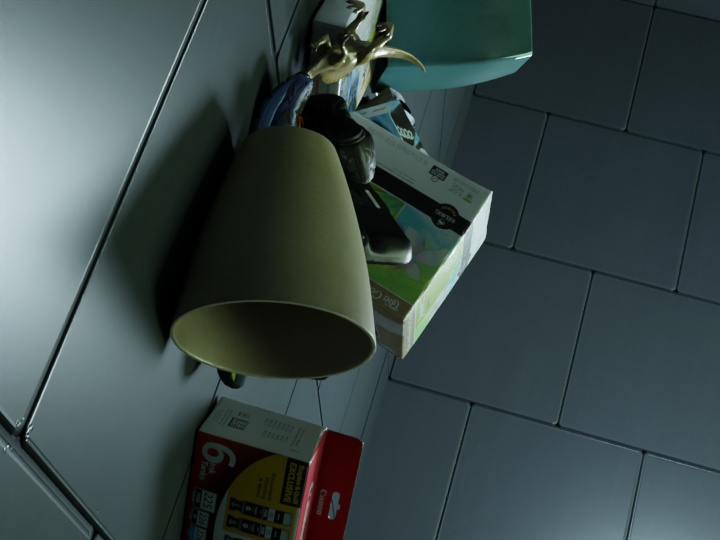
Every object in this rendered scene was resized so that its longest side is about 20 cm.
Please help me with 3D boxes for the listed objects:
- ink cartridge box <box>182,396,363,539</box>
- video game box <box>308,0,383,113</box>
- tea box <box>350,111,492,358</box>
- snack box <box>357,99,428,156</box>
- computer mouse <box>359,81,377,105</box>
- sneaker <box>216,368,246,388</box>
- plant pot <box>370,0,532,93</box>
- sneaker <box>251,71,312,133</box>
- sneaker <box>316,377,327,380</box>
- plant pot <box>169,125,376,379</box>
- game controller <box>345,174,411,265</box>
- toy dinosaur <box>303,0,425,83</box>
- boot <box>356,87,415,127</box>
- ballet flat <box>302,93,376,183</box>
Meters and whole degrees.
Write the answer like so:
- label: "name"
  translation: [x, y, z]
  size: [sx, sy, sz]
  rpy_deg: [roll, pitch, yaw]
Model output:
- label: "ink cartridge box"
  translation: [-0.103, 0.268, 1.375]
  size: [0.084, 0.174, 0.202]
  rpy_deg: [-60, 162, -64]
- label: "video game box"
  translation: [-0.017, -0.272, 1.477]
  size: [0.201, 0.046, 0.183]
  rpy_deg: [-67, 166, -47]
- label: "tea box"
  translation: [0.020, -0.041, 1.438]
  size: [0.197, 0.199, 0.134]
  rpy_deg: [-55, 166, -18]
- label: "snack box"
  translation: [0.041, -0.116, 1.567]
  size: [0.201, 0.115, 0.037]
  rpy_deg: [60, 42, -24]
- label: "computer mouse"
  translation: [0.027, -0.277, 1.746]
  size: [0.110, 0.043, 0.202]
  rpy_deg: [57, 39, -61]
- label: "sneaker"
  translation: [-0.095, 0.038, 1.290]
  size: [0.074, 0.080, 0.201]
  rpy_deg: [-46, -158, 60]
- label: "plant pot"
  translation: [0.119, -0.319, 1.601]
  size: [0.141, 0.198, 0.143]
  rpy_deg: [145, -56, -80]
- label: "sneaker"
  translation: [-0.074, -0.104, 1.247]
  size: [0.075, 0.078, 0.202]
  rpy_deg: [-49, 153, -75]
- label: "sneaker"
  translation: [-0.074, 0.085, 1.630]
  size: [0.200, 0.077, 0.091]
  rpy_deg: [97, 0, -64]
- label: "plant pot"
  translation: [-0.072, -0.025, 1.129]
  size: [0.188, 0.185, 0.202]
  rpy_deg: [88, 5, -65]
- label: "game controller"
  translation: [-0.019, -0.072, 1.312]
  size: [0.042, 0.104, 0.200]
  rpy_deg: [-57, -138, 24]
- label: "toy dinosaur"
  translation: [-0.004, -0.246, 1.349]
  size: [0.199, 0.058, 0.101]
  rpy_deg: [-21, 155, -32]
- label: "boot"
  translation: [0.052, -0.181, 1.661]
  size: [0.199, 0.097, 0.075]
  rpy_deg: [23, 36, -54]
- label: "ballet flat"
  translation: [-0.034, -0.147, 1.304]
  size: [0.200, 0.066, 0.057]
  rpy_deg: [-124, -162, -60]
